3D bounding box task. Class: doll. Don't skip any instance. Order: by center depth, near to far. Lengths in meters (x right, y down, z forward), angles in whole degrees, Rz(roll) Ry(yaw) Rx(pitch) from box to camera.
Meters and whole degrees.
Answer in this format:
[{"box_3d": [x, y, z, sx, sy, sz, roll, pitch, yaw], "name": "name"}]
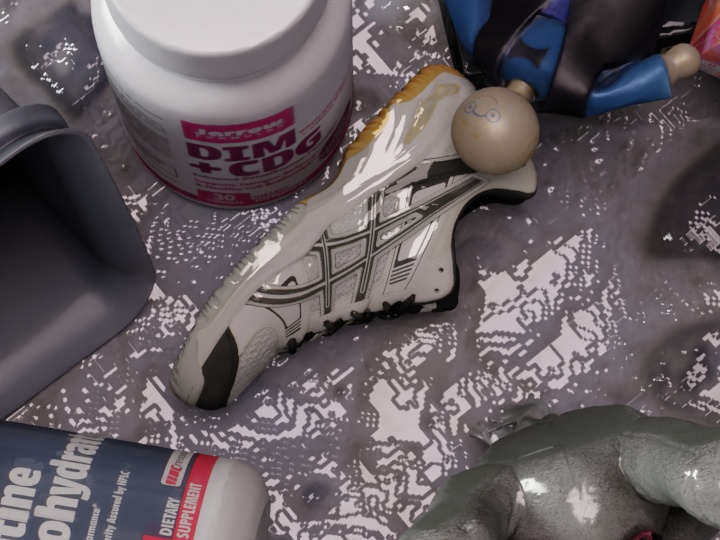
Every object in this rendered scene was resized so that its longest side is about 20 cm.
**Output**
[{"box_3d": [0.098, -0.128, 1.090, 0.136, 0.048, 0.200, 23, 72, 22], "name": "doll"}]

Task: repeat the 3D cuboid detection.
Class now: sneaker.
[{"box_3d": [0.000, 0.000, 1.096, 0.088, 0.076, 0.200, 44, 86, -1], "name": "sneaker"}]

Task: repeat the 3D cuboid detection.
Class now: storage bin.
[{"box_3d": [-0.197, -0.029, 1.051, 0.146, 0.200, 0.134, -37, 67, -9], "name": "storage bin"}]

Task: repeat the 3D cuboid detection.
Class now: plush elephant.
[{"box_3d": [0.100, 0.146, 1.025, 0.165, 0.200, 0.155, -18, 99, -3], "name": "plush elephant"}]

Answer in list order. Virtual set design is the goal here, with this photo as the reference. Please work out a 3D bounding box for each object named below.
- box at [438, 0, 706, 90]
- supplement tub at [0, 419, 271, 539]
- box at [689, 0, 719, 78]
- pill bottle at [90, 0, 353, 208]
[{"box_3d": [0.106, -0.195, 1.161, 0.160, 0.044, 0.200, -10, 76, -3], "name": "box"}, {"box_3d": [-0.146, 0.136, 1.026, 0.200, 0.140, 0.140, 9, 76, 2], "name": "supplement tub"}, {"box_3d": [0.265, -0.107, 1.087, 0.200, 0.095, 0.103, 24, 77, -11], "name": "box"}, {"box_3d": [-0.059, -0.106, 1.058, 0.113, 0.200, 0.113, 0, 76, 0], "name": "pill bottle"}]
